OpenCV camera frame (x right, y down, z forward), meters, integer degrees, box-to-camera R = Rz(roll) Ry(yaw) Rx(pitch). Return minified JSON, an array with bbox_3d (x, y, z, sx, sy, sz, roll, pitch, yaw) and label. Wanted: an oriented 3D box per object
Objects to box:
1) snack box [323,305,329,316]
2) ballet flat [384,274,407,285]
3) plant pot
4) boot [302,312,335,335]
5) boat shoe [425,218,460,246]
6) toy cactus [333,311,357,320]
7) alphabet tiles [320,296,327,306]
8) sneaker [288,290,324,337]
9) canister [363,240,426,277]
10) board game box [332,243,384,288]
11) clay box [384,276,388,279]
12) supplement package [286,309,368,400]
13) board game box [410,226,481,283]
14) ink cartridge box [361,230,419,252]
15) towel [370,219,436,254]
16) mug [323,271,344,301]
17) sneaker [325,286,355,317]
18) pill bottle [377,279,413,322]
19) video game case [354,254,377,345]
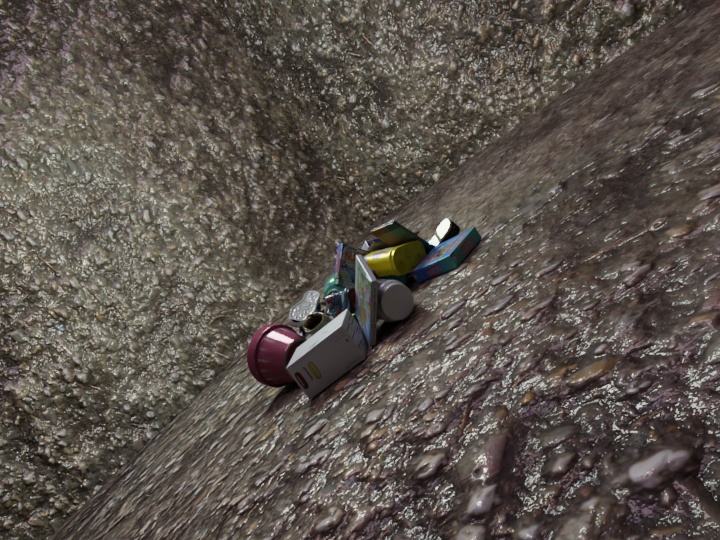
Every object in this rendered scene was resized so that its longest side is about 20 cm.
[{"bbox_3d":[-0.137,0.206,1.839,0.072,0.024,0.206,-67,0,-79],"label":"snack box"},{"bbox_3d":[0.076,0.084,1.736,0.199,0.067,0.065,-40,-23,-26],"label":"ballet flat"},{"bbox_3d":[-0.239,0.276,1.719,0.176,0.204,0.200,-3,32,49],"label":"plant pot"},{"bbox_3d":[-0.123,0.194,1.692,0.197,0.151,0.075,-29,51,42],"label":"boot"},{"bbox_3d":[0.259,-0.085,1.827,0.202,0.062,0.075,-49,35,28],"label":"boat shoe"},{"bbox_3d":[-0.022,0.133,1.857,0.162,0.104,0.200,-30,-3,-15],"label":"toy cactus"},{"bbox_3d":[-0.061,0.104,1.901,0.161,0.008,0.200,-11,-14,11],"label":"alphabet tiles"},{"bbox_3d":[-0.180,0.175,1.767,0.077,0.152,0.201,11,28,10],"label":"sneaker"},{"bbox_3d":[0.101,-0.032,1.762,0.145,0.090,0.197,-21,7,-36],"label":"canister"},{"bbox_3d":[0.000,0.000,1.830,0.034,0.195,0.141,-5,75,52],"label":"board game box"},{"bbox_3d":[0.112,0.019,1.964,0.198,0.048,0.115,-40,5,-9],"label":"clay box"},{"bbox_3d":[-0.087,0.229,1.484,0.198,0.112,0.156,-38,7,11],"label":"supplement package"},{"bbox_3d":[0.259,-0.044,1.634,0.152,0.045,0.199,-44,8,-32],"label":"board game box"},{"bbox_3d":[0.096,-0.088,1.937,0.193,0.042,0.201,-14,-21,-23],"label":"ink cartridge box"},{"bbox_3d":[0.143,-0.100,1.776,0.145,0.196,0.022,-17,48,55],"label":"towel"},{"bbox_3d":[-0.058,0.079,2.048,0.183,0.154,0.115,-33,9,35],"label":"mug"},{"bbox_3d":[-0.067,0.107,1.665,0.201,0.092,0.082,110,176,-62],"label":"sneaker"},{"bbox_3d":[0.078,0.084,1.514,0.112,0.114,0.200,-39,8,-10],"label":"pill bottle"},{"bbox_3d":[0.013,0.079,1.504,0.021,0.189,0.201,-4,22,-12],"label":"video game case"}]
